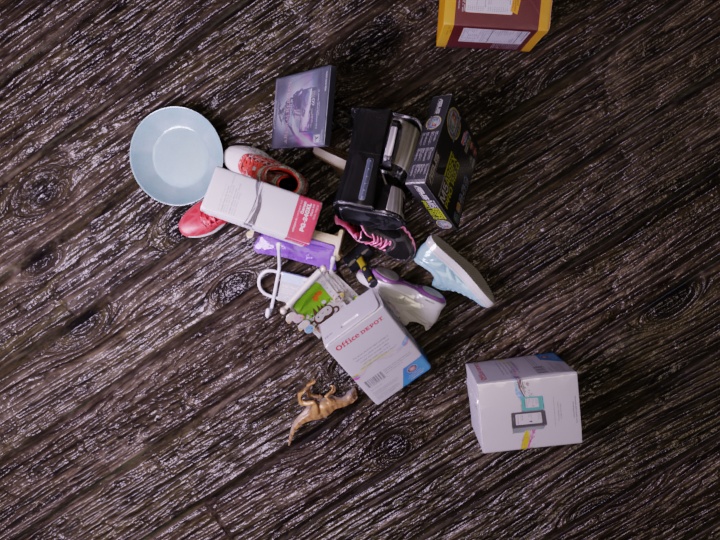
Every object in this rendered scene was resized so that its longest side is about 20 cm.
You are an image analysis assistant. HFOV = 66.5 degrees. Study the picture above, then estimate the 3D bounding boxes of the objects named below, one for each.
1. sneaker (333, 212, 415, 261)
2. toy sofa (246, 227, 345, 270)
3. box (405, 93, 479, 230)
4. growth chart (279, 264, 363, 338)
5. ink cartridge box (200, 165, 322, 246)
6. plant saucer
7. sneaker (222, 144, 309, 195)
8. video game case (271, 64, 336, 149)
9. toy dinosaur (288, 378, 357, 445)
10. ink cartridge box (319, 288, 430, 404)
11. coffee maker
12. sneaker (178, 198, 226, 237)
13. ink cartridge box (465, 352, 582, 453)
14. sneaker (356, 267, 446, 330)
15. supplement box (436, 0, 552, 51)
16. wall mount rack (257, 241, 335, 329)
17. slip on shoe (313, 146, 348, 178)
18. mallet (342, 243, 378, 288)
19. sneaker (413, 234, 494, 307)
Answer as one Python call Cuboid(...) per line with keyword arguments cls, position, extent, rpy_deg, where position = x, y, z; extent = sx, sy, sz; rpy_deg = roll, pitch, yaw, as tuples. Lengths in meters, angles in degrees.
Cuboid(cls="sneaker", position=(0.025, -0.074, 1.123), extent=(0.199, 0.096, 0.079), rpy_deg=(36, 128, -7))
Cuboid(cls="toy sofa", position=(-0.133, -0.062, 1.148), extent=(0.197, 0.083, 0.099), rpy_deg=(15, 95, 0))
Cuboid(cls="box", position=(0.163, -0.204, 1.055), extent=(0.044, 0.160, 0.202), rpy_deg=(3, 63, 35))
Cuboid(cls="growth chart", position=(-0.067, 0.075, 1.126), extent=(0.145, 0.018, 0.200), rpy_deg=(-52, 136, 0))
Cuboid(cls="ink cartridge box", position=(-0.182, -0.114, 1.014), extent=(0.197, 0.145, 0.085), rpy_deg=(19, 88, -12))
Cuboid(cls="plant saucer", position=(-0.383, -0.239, 1.160), extent=(0.197, 0.039, 0.205), rpy_deg=(0, 96, 2))
Cuboid(cls="sneaker", position=(-0.200, -0.207, 1.122), extent=(0.199, 0.108, 0.068), rpy_deg=(26, 96, -1))
Cuboid(cls="video game case", position=(-0.116, -0.315, 1.082), extent=(0.019, 0.199, 0.145), rpy_deg=(1, 97, -40))
Cuboid(cls="toy dinosaur", position=(-0.102, 0.303, 1.197), extent=(0.198, 0.060, 0.107), rpy_deg=(-29, 96, 5))
Cuboid(cls="ink cartridge box", position=(0.030, 0.155, 1.127), extent=(0.144, 0.085, 0.201), rpy_deg=(-35, 120, 6))
Cuboid(cls="coffee maker", position=(0.011, -0.191, 1.045), extent=(0.190, 0.134, 0.203), rpy_deg=(8, 76, 29))
Cuboid(cls="sneaker", position=(-0.298, -0.126, 1.130), extent=(0.198, 0.116, 0.079), rpy_deg=(-27, 95, 4))
Cuboid(cls="ink cartridge box", position=(0.331, 0.270, 1.137), extent=(0.197, 0.147, 0.149), rpy_deg=(-7, 96, 3))
Cuboid(cls="sneaker", position=(0.076, 0.062, 1.159), extent=(0.198, 0.075, 0.101), rpy_deg=(25, 113, 7))
Cuboid(cls="supplement box", position=(0.259, -0.549, 1.061), extent=(0.196, 0.133, 0.201), rpy_deg=(4, 96, 1))
Cuboid(cls="wall mount rack", position=(-0.124, 0.028, 1.151), extent=(0.197, 0.075, 0.176), rpy_deg=(13, 109, 0))
Cuboid(cls="slip on shoe", position=(-0.014, -0.196, 1.141), extent=(0.198, 0.076, 0.061), rpy_deg=(25, 113, -5))
Cuboid(cls="mallet", position=(0.000, 0.000, 1.096), extent=(0.066, 0.200, 0.041), rpy_deg=(-37, 110, 11))
Cuboid(cls="sneaker", position=(0.196, 0.016, 1.162), extent=(0.200, 0.074, 0.082), rpy_deg=(44, 119, -3))
